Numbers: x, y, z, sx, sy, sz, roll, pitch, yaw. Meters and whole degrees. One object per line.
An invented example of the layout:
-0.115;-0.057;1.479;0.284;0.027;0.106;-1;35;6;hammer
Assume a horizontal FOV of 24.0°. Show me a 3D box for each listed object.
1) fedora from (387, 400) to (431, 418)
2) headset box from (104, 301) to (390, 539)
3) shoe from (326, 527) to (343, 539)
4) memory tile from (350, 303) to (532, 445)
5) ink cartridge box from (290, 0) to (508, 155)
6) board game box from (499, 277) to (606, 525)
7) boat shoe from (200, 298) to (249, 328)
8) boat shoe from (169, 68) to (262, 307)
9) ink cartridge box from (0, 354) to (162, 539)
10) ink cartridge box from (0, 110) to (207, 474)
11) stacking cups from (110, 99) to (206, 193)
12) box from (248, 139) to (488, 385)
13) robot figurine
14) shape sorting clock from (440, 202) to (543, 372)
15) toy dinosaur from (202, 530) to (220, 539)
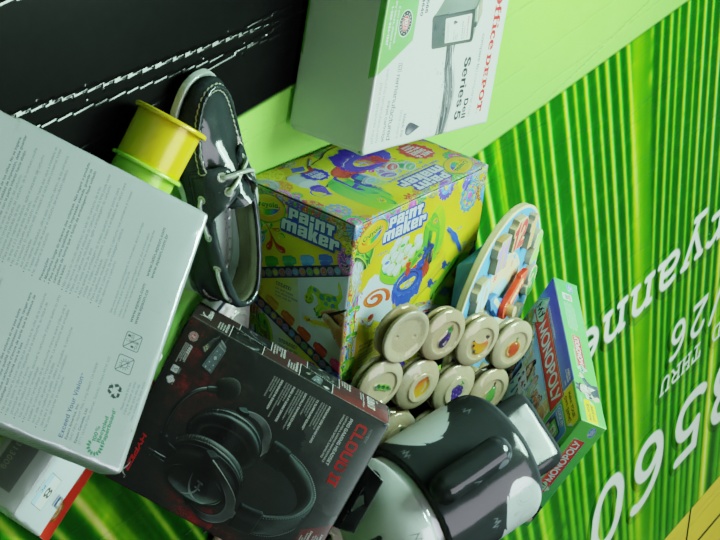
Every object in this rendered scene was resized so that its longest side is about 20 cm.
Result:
0.053;0.169;1.615;0.201;0.200;0.092;-43;155;-36;fedora
-0.080;0.141;1.357;0.149;0.199;0.077;-60;-177;7;headset box
-0.059;0.221;1.511;0.200;0.070;0.054;47;35;-39;shoe
0.064;0.101;1.477;0.199;0.017;0.154;8;113;-47;memory tile
0.039;-0.193;1.463;0.200;0.084;0.146;-20;126;-52;ink cartridge box
0.169;0.119;1.578;0.135;0.029;0.201;-58;-160;32;board game box
-0.120;0.113;1.426;0.071;0.070;0.201;3;107;-58;boat shoe
-0.108;-0.062;1.339;0.076;0.060;0.201;-40;140;-38;boat shoe
-0.204;0.128;1.273;0.161;0.047;0.200;-57;164;-15;ink cartridge box
-0.220;0.011;1.138;0.199;0.043;0.197;27;69;-25;ink cartridge box
-0.185;-0.024;1.253;0.201;0.060;0.060;-63;150;1;stacking cups
0.000;0.000;1.490;0.200;0.122;0.194;-25;131;-48;box
0.072;0.183;1.439;0.199;0.125;0.151;-30;134;-24;robot figurine
0.124;0.034;1.563;0.200;0.039;0.201;-49;149;-45;shape sorting clock
-0.117;0.260;1.563;0.200;0.058;0.101;-49;161;-28;toy dinosaur
